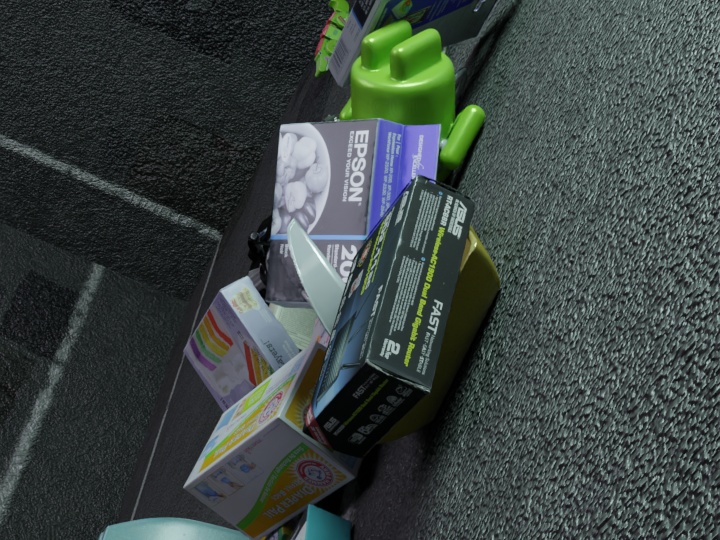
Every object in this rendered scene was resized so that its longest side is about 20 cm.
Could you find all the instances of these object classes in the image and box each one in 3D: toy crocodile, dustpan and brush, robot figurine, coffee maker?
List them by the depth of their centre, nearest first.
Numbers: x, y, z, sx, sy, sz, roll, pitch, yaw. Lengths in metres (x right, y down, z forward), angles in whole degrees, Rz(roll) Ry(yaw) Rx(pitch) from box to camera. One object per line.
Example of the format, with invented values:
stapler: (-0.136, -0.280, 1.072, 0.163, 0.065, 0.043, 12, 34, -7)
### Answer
dustpan and brush: (-0.017, 0.057, 1.272, 0.057, 0.140, 0.200, -37, 46, -1)
robot figurine: (0.048, -0.169, 1.489, 0.115, 0.174, 0.202, -34, -46, -37)
coffee maker: (-0.080, -0.046, 2.012, 0.192, 0.135, 0.200, -46, 5, -18)
toy crocodile: (-0.068, -0.533, 3.086, 0.067, 0.061, 0.202, 141, 149, -69)

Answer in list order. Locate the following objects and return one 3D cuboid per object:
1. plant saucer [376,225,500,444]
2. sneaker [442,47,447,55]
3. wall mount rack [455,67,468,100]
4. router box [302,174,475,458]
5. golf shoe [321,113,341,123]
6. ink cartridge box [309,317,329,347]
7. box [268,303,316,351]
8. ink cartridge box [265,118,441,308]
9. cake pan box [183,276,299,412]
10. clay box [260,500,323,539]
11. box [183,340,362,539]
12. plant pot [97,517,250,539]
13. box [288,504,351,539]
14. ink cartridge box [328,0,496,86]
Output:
plant saucer: (0.067, 0.045, 1.235, 0.200, 0.048, 0.202, -102, 36, -73)
sneaker: (0.090, -0.300, 1.832, 0.089, 0.067, 0.201, -12, 41, 49)
wall mount rack: (0.065, -0.176, 1.653, 0.201, 0.074, 0.174, -62, -13, 19)
router box: (0.024, 0.040, 1.157, 0.150, 0.062, 0.201, -51, 19, 53)
golf shoe: (-0.002, -0.097, 1.678, 0.088, 0.076, 0.202, 13, 115, 62)
ink cartridge box: (-0.010, 0.073, 1.506, 0.201, 0.067, 0.116, -78, 16, -48)
box: (-0.071, 0.043, 1.806, 0.078, 0.094, 0.201, 123, 167, -52)
ink cartridge box: (-0.012, -0.058, 1.428, 0.198, 0.043, 0.201, 1, 84, 39)
cake pan box: (-0.134, 0.135, 1.721, 0.052, 0.201, 0.184, -29, -12, -32)
clay box: (-0.097, 0.331, 1.451, 0.115, 0.047, 0.202, -123, 55, -77)
box: (-0.078, 0.179, 1.392, 0.200, 0.101, 0.113, -40, 17, 43)
plant pot: (-0.243, 0.409, 1.604, 0.196, 0.198, 0.198, 123, 166, -45)
box: (-0.049, 0.315, 1.239, 0.201, 0.049, 0.083, -85, 22, -60)
ink cartridge box: (0.074, -0.303, 1.551, 0.198, 0.044, 0.198, -23, -14, -22)
